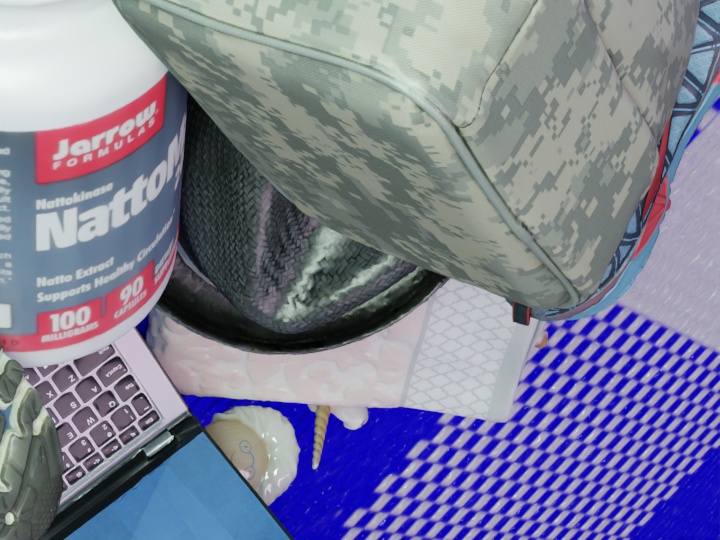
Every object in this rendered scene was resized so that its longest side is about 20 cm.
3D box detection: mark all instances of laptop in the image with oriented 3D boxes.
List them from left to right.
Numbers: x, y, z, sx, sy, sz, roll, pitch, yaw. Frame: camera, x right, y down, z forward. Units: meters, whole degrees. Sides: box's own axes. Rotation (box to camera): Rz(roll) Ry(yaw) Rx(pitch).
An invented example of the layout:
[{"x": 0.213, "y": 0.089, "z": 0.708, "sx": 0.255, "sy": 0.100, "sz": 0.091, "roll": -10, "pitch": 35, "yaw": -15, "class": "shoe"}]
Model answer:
[{"x": -0.139, "y": 0.113, "z": 0.832, "sx": 0.187, "sy": 0.116, "sz": 0.200, "roll": -37, "pitch": 119, "yaw": -12, "class": "laptop"}]

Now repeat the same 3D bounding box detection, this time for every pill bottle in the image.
[{"x": -0.118, "y": -0.070, "z": 0.685, "sx": 0.119, "sy": 0.120, "sz": 0.200, "roll": -28, "pitch": 150, "yaw": -27, "class": "pill bottle"}]

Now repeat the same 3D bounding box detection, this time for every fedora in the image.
[{"x": -0.013, "y": -0.046, "z": 0.798, "sx": 0.200, "sy": 0.092, "sz": 0.201, "roll": -4, "pitch": 111, "yaw": -10, "class": "fedora"}]

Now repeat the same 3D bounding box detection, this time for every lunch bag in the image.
[{"x": 0.034, "y": -0.101, "z": 0.651, "sx": 0.168, "sy": 0.139, "sz": 0.200, "roll": -61, "pitch": 151, "yaw": -10, "class": "lunch bag"}]

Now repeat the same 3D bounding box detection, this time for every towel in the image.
[{"x": 0.000, "y": 0.000, "z": 0.935, "sx": 0.190, "sy": 0.032, "sz": 0.200, "roll": 6, "pitch": 138, "yaw": -8, "class": "towel"}]

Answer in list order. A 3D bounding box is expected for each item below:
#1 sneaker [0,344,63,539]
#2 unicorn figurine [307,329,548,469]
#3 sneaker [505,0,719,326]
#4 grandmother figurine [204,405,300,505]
[{"x": -0.198, "y": 0.045, "z": 0.707, "sx": 0.089, "sy": 0.199, "sz": 0.079, "roll": 116, "pitch": -1, "yaw": -59, "class": "sneaker"}, {"x": 0.036, "y": 0.032, "z": 1.111, "sx": 0.200, "sy": 0.074, "sz": 0.137, "roll": -56, "pitch": 144, "yaw": -6, "class": "unicorn figurine"}, {"x": 0.104, "y": -0.069, "z": 0.804, "sx": 0.095, "sy": 0.079, "sz": 0.201, "roll": -20, "pitch": 125, "yaw": -71, "class": "sneaker"}, {"x": -0.119, "y": 0.107, "z": 0.955, "sx": 0.199, "sy": 0.060, "sz": 0.122, "roll": -12, "pitch": 106, "yaw": -30, "class": "grandmother figurine"}]
